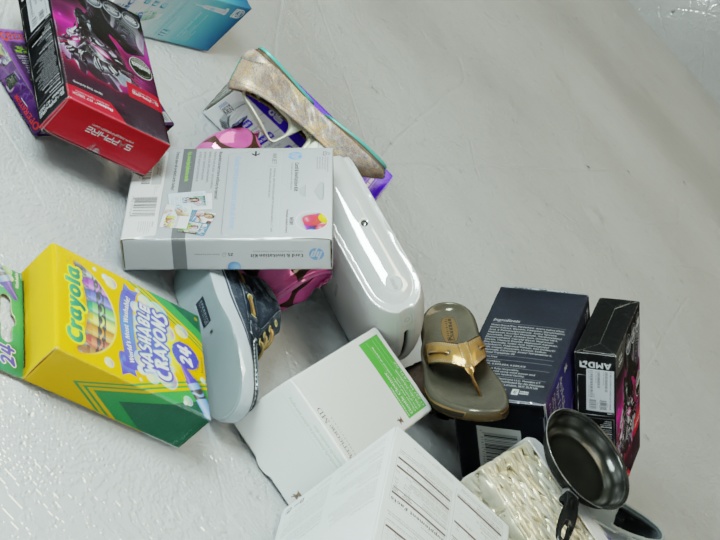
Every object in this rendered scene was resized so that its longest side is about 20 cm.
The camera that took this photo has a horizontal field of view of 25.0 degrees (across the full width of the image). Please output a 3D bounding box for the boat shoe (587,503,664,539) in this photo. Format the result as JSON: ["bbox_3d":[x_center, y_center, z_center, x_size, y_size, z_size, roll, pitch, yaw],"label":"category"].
[{"bbox_3d":[0.269,0.272,1.866,0.201,0.071,0.070,34,31,-27],"label":"boat shoe"}]

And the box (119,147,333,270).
[{"bbox_3d":[-0.126,-0.062,1.587,0.200,0.041,0.156,-1,38,0],"label":"box"}]

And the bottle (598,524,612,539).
[{"bbox_3d":[0.257,0.330,1.779,0.200,0.065,0.084,49,31,-3],"label":"bottle"}]

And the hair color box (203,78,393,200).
[{"bbox_3d":[-0.070,-0.142,1.822,0.200,0.109,0.065,42,66,-14],"label":"hair color box"}]

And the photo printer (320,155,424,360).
[{"bbox_3d":[0.000,0.000,1.720,0.200,0.069,0.166,61,-16,19],"label":"photo printer"}]

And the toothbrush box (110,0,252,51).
[{"bbox_3d":[-0.241,-0.345,1.858,0.200,0.085,0.147,4,52,-56],"label":"toothbrush box"}]

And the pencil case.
[{"bbox_3d":[-0.103,-0.054,1.689,0.094,0.091,0.200,-16,71,-39],"label":"pencil case"}]

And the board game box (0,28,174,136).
[{"bbox_3d":[-0.286,-0.189,1.655,0.200,0.032,0.120,-6,63,-59],"label":"board game box"}]

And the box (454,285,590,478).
[{"bbox_3d":[0.180,0.133,1.760,0.200,0.104,0.148,-60,148,-47],"label":"box"}]

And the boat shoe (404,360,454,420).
[{"bbox_3d":[0.099,0.128,1.792,0.200,0.065,0.073,35,60,-62],"label":"boat shoe"}]

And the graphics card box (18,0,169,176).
[{"bbox_3d":[-0.263,-0.197,1.598,0.125,0.051,0.200,24,34,-39],"label":"graphics card box"}]

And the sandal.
[{"bbox_3d":[0.103,0.084,1.664,0.082,0.055,0.200,-3,35,-3],"label":"sandal"}]

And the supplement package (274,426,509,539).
[{"bbox_3d":[0.018,0.274,1.389,0.151,0.152,0.200,43,28,-16],"label":"supplement package"}]

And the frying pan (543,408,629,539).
[{"bbox_3d":[0.223,0.219,1.608,0.115,0.031,0.190,31,39,-25],"label":"frying pan"}]

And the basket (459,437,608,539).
[{"bbox_3d":[0.154,0.286,1.608,0.123,0.136,0.200,-9,62,-55],"label":"basket"}]

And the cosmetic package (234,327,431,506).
[{"bbox_3d":[-0.024,0.140,1.572,0.108,0.085,0.200,55,26,3],"label":"cosmetic package"}]

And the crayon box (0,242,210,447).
[{"bbox_3d":[-0.224,0.060,1.405,0.200,0.052,0.126,29,33,-35],"label":"crayon box"}]

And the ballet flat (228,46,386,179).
[{"bbox_3d":[-0.062,-0.150,1.738,0.200,0.067,0.068,43,-8,-6],"label":"ballet flat"}]

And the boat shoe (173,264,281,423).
[{"bbox_3d":[-0.111,0.066,1.545,0.091,0.071,0.200,21,36,-37],"label":"boat shoe"}]

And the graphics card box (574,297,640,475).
[{"bbox_3d":[0.274,0.145,1.795,0.125,0.051,0.200,-52,141,-55],"label":"graphics card box"}]
